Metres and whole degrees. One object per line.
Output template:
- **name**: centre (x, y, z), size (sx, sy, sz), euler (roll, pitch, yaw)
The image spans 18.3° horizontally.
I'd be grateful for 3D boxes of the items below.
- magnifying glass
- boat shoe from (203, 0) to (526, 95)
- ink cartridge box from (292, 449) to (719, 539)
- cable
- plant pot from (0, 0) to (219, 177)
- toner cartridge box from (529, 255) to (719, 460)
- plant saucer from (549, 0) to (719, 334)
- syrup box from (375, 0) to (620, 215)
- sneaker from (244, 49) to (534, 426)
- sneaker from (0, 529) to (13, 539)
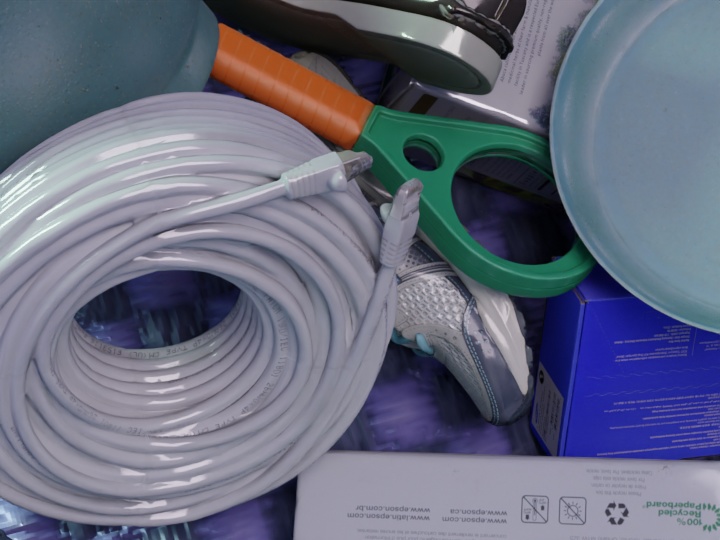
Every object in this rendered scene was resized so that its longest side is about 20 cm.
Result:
- **magnifying glass**: centre (0.019, -0.053, 0.998), size (0.199, 0.022, 0.080), euler (29, 53, -3)
- **boat shoe**: centre (-0.010, -0.134, 1.015), size (0.200, 0.072, 0.061), euler (21, 80, 34)
- **ink cartridge box**: centre (0.064, 0.181, 0.977), size (0.195, 0.043, 0.202), euler (2, 76, 9)
- **cable**: centre (-0.083, 0.019, 0.936), size (0.198, 0.201, 0.069), euler (-4, 41, -16)
- **plant pot**: centre (-0.146, -0.103, 0.963), size (0.134, 0.200, 0.201), euler (39, 67, -27)
- **toner cartridge box**: centre (0.183, 0.036, 1.056), size (0.198, 0.096, 0.043), euler (-4, 32, -17)
- **plant saucer**: centre (0.184, -0.061, 0.989), size (0.198, 0.027, 0.202), euler (-4, 70, 11)
- **syrup box**: centre (0.111, -0.076, 1.073), size (0.199, 0.081, 0.079), euler (19, 69, -9)
- **sneaker**: centre (0.000, 0.000, 1.033), size (0.086, 0.078, 0.200), euler (-36, 78, -15)
- **sneaker**: centre (-0.119, 0.150, 0.954), size (0.082, 0.070, 0.200), euler (-43, 98, -16)
